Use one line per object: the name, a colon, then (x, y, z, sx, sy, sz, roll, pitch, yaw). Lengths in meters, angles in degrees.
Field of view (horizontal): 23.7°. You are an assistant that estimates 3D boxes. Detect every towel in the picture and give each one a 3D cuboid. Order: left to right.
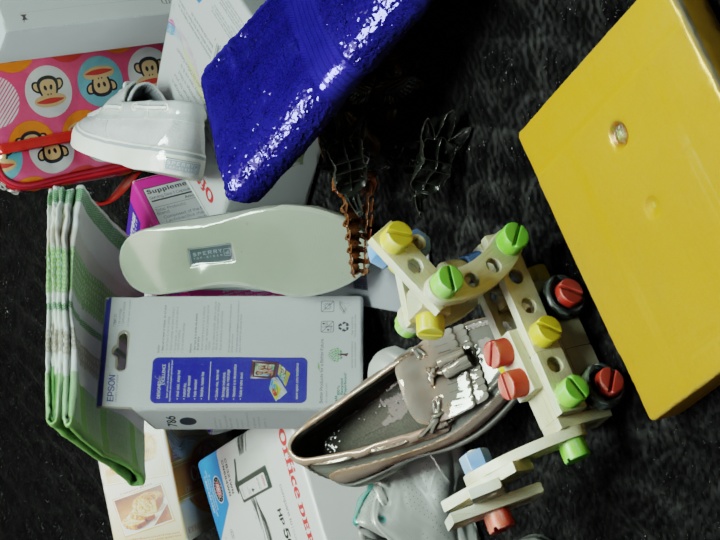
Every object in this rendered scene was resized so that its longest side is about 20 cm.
towel: (-0.196, 0.049, 1.323, 0.149, 0.031, 0.201, 50, -149, -58)
towel: (-0.036, -0.154, 1.144, 0.200, 0.049, 0.148, -48, 30, 24)

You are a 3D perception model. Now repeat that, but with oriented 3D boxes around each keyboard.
keyboard: (0.000, 0.000, 1.320, 0.200, 0.011, 0.057, 8, 112, 60)

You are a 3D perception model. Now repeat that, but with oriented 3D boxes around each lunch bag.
lunch bag: (-0.252, -0.143, 1.519, 0.082, 0.199, 0.177, -1, 102, 62)

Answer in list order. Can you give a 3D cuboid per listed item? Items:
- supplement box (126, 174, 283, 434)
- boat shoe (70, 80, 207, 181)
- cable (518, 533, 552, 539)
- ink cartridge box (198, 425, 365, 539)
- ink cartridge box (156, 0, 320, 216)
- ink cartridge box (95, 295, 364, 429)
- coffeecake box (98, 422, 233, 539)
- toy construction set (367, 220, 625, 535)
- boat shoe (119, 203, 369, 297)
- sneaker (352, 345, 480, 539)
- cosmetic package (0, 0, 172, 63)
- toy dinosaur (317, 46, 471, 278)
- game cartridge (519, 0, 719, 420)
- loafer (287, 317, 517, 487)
supplement box: (-0.112, 0.018, 1.422, 0.201, 0.103, 0.101, 61, 153, 31)
boat shoe: (-0.176, -0.116, 1.365, 0.200, 0.072, 0.069, 19, 97, 66)
cable: (0.070, 0.239, 1.155, 0.199, 0.050, 0.098, -20, 71, 22)
ink cartridge box: (-0.043, 0.190, 1.383, 0.200, 0.084, 0.147, -38, 67, 59)
ink cartridge box: (-0.089, -0.154, 1.344, 0.145, 0.084, 0.201, 57, 144, 34)
ink cartridge box: (-0.096, 0.069, 1.296, 0.039, 0.198, 0.100, 91, 180, -59)
coffeecake box: (-0.176, 0.133, 1.525, 0.073, 0.153, 0.201, -11, 90, 17)
toy construction set: (0.084, 0.058, 1.062, 0.092, 0.130, 0.201, -25, 78, 59)
boat shoe: (-0.083, -0.019, 1.317, 0.199, 0.072, 0.071, -3, 102, 15)
sneaker: (0.028, 0.156, 1.241, 0.075, 0.088, 0.201, -30, 74, 61)
cosmetic package: (-0.228, -0.259, 1.433, 0.151, 0.199, 0.052, 67, 150, 21)
toy dinosaur: (0.010, -0.098, 1.213, 0.136, 0.102, 0.201, -130, 20, -64)
game cartridge: (0.177, -0.038, 0.975, 0.201, 0.032, 0.176, 66, 149, 17)
loafer: (0.033, 0.091, 1.164, 0.200, 0.063, 0.072, -36, 58, 32)
